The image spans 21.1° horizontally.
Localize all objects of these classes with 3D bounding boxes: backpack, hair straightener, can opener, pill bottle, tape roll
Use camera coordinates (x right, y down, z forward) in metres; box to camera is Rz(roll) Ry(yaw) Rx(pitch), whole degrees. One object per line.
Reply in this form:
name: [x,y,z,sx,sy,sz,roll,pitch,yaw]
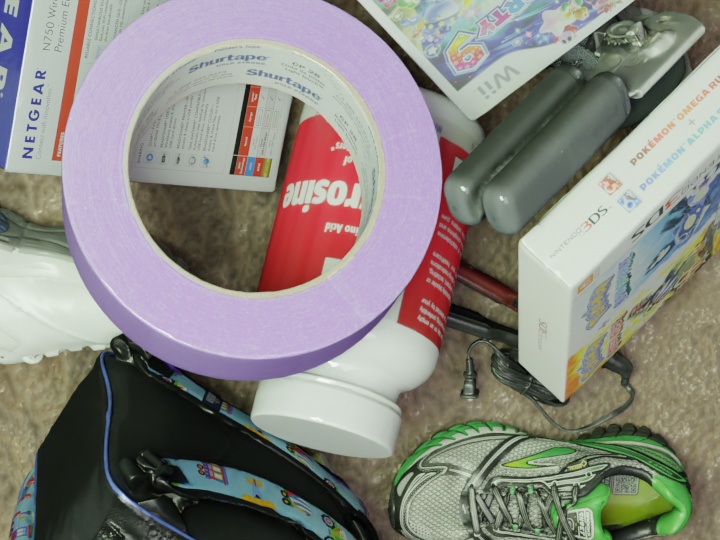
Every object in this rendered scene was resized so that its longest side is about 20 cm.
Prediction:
backpack: [-0.087,0.156,1.111,0.199,0.183,0.135,31,107,-21]
hair straightener: [0.088,0.049,1.226,0.199,0.041,0.077,26,98,-19]
can opener: [0.124,-0.076,1.063,0.200,0.053,0.067,-45,132,-31]
pill bottle: [0.000,0.000,1.119,0.111,0.112,0.202,17,74,-13]
tape roll: [-0.059,-0.046,1.029,0.198,0.066,0.202,2,77,-8]

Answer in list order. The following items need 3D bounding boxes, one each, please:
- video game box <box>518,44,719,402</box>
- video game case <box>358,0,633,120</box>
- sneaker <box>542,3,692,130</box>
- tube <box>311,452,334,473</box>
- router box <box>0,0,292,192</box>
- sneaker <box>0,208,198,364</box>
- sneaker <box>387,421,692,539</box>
video game box: [0.167,-0.027,1.121,0.182,0.200,0.047,-41,71,-11]
video game case: [0.065,-0.175,1.015,0.143,0.018,0.200,-37,138,12]
sneaker: [0.113,-0.130,1.147,0.114,0.075,0.201,-42,102,-21]
tube: [-0.103,0.178,1.217,0.199,0.052,0.058,-26,65,1]
router box: [-0.115,-0.152,1.095,0.178,0.049,0.202,3,104,-36]
sneaker: [-0.183,0.015,1.158,0.198,0.075,0.088,14,113,-6]
sneaker: [0.115,0.139,1.223,0.198,0.085,0.079,-6,105,-8]
